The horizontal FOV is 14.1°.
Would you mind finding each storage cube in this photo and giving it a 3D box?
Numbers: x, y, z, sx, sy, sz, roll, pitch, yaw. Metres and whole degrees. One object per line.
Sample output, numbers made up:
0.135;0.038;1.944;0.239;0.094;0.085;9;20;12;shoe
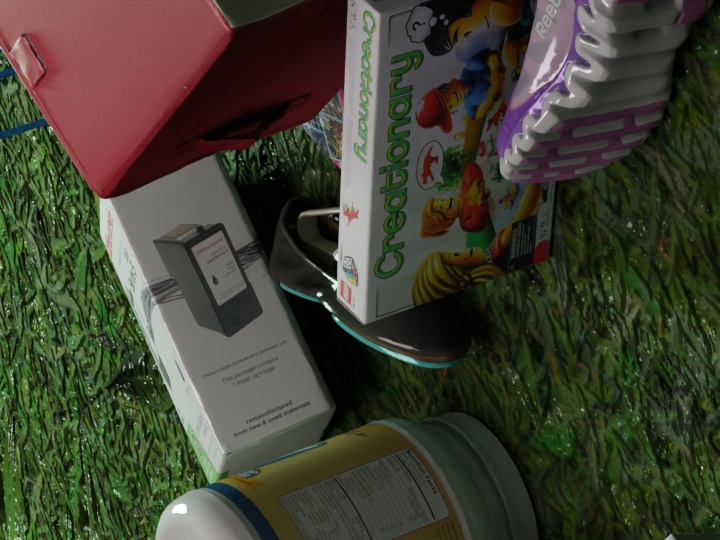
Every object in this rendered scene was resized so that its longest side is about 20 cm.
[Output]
-0.090;-0.176;1.578;0.200;0.171;0.180;58;142;10;storage cube

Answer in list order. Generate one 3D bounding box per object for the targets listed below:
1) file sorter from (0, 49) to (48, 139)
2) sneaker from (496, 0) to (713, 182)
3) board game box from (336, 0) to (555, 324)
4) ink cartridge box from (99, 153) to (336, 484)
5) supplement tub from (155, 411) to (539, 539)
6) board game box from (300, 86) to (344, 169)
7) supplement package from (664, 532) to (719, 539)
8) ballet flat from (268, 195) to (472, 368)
-0.250;-0.213;2.038;0.200;0.122;0.139;60;150;22;file sorter
0.116;-0.125;1.476;0.089;0.080;0.200;63;148;29;sneaker
0.050;-0.076;1.566;0.035;0.126;0.200;43;143;42;board game box
-0.098;0.030;1.916;0.146;0.084;0.200;111;135;-75;ink cartridge box
-0.007;0.174;1.751;0.145;0.200;0.145;39;138;45;supplement tub
0.004;-0.119;1.722;0.200;0.035;0.136;48;145;38;board game box
0.154;0.241;1.491;0.200;0.121;0.120;-47;62;24;supplement package
0.000;0.000;1.776;0.200;0.068;0.069;27;121;53;ballet flat
